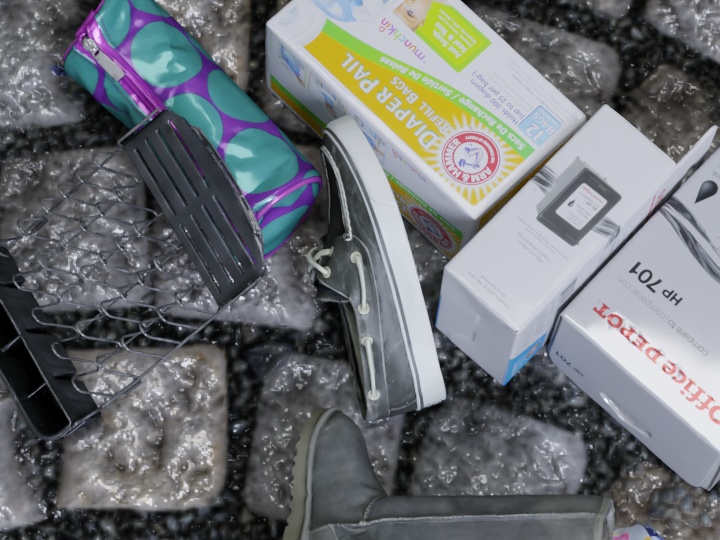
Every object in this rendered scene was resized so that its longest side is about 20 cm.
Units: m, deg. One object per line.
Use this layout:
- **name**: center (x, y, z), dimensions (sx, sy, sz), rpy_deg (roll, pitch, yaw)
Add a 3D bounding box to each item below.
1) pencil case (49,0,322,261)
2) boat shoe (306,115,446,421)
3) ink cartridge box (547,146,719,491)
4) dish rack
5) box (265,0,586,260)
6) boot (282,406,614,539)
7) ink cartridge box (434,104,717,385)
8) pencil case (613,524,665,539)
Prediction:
- **pencil case**: center (-0.115, -0.099, 1.522), dimensions (0.200, 0.092, 0.085), rpy_deg (46, 114, 12)
- **boat shoe**: center (0.000, 0.000, 1.477), dimensions (0.064, 0.071, 0.200), rpy_deg (-17, 93, -9)
- **ink cartridge box**: center (0.244, 0.021, 1.497), dimensions (0.146, 0.086, 0.200), rpy_deg (41, 72, 12)
- **dish rack**: center (-0.161, -0.003, 1.462), dimensions (0.200, 0.055, 0.153), rpy_deg (-38, 74, 21)
- **box**: center (0.042, -0.115, 1.529), dimensions (0.200, 0.101, 0.112), rpy_deg (43, 74, 13)
- **boot**: center (0.057, 0.151, 1.402), dimensions (0.200, 0.073, 0.182), rpy_deg (-9, 45, 15)
- **ink cartridge box**: center (0.141, -0.029, 1.495), dimensions (0.067, 0.116, 0.200), rpy_deg (41, 73, 13)
- **pencil case**: center (0.103, 0.225, 1.414), dimensions (0.200, 0.091, 0.083), rpy_deg (-15, 108, -5)
